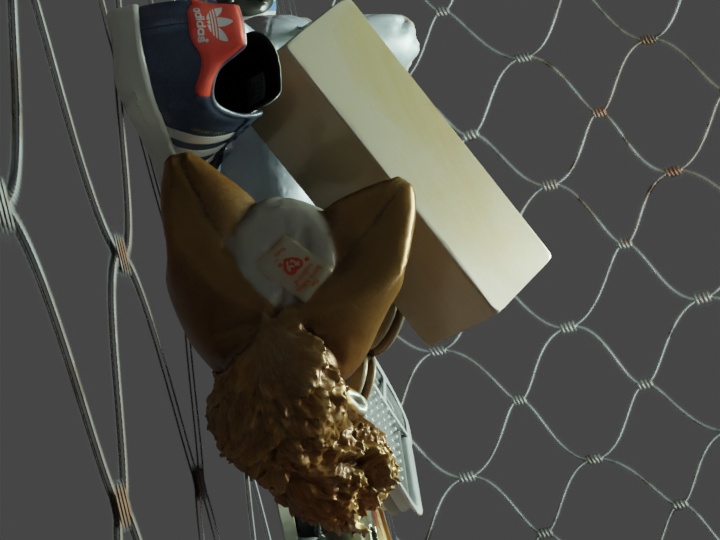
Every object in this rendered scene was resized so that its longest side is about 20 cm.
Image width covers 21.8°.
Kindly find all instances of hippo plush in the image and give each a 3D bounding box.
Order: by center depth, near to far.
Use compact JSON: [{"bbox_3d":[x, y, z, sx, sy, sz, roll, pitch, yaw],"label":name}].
[{"bbox_3d":[-0.038,-0.093,1.275,0.200,0.159,0.161,-160,-112,-72],"label":"hippo plush"}]

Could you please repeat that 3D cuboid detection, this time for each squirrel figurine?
[{"bbox_3d":[-0.044,0.056,1.080,0.187,0.141,0.200,99,-9,-62],"label":"squirrel figurine"}]

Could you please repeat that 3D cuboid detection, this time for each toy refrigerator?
[{"bbox_3d":[0.019,-0.059,1.125,0.200,0.070,0.076,51,-36,-6],"label":"toy refrigerator"}]

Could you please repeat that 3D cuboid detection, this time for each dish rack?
[{"bbox_3d":[-0.004,0.122,1.684,0.172,0.044,0.200,61,8,-24],"label":"dish rack"}]

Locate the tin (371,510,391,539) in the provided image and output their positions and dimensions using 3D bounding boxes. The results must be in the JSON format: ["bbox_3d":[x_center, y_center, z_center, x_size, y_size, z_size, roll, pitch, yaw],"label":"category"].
[{"bbox_3d":[-0.014,0.200,1.655,0.112,0.042,0.200,51,14,-40],"label":"tin"}]

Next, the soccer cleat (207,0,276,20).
[{"bbox_3d":[-0.113,-0.262,1.660,0.200,0.070,0.086,-96,-169,-45],"label":"soccer cleat"}]

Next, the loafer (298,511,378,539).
[{"bbox_3d":[-0.022,0.218,1.522,0.070,0.075,0.200,55,16,-56],"label":"loafer"}]

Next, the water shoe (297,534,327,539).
[{"bbox_3d":[-0.008,0.260,1.359,0.200,0.079,0.072,-98,177,-61],"label":"water shoe"}]

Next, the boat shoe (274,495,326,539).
[{"bbox_3d":[-0.036,0.136,1.463,0.200,0.068,0.072,-101,177,-58],"label":"boat shoe"}]

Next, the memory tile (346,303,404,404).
[{"bbox_3d":[-0.027,0.052,1.260,0.153,0.017,0.200,-65,-160,8],"label":"memory tile"}]

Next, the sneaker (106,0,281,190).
[{"bbox_3d":[-0.084,-0.095,1.072,0.200,0.084,0.075,73,6,-75],"label":"sneaker"}]
